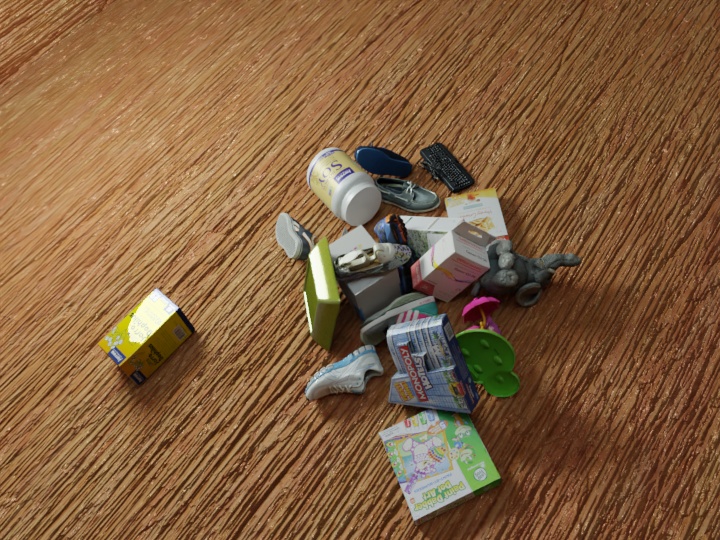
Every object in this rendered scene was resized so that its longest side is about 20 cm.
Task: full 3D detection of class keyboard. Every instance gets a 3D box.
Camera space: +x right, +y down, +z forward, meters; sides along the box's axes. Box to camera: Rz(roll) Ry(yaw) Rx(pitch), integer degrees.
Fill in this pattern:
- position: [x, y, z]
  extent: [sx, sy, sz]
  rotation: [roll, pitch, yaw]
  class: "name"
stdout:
- position: [0.236, -0.300, 1.789]
  extent: [0.102, 0.040, 0.202]
  rotation: [-27, 52, -8]
  class: "keyboard"

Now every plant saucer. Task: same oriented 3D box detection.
- position: [-0.100, 0.059, 1.506]
  extent: [0.046, 0.202, 0.204]
  rotation: [-2, 50, -15]
  class: "plant saucer"

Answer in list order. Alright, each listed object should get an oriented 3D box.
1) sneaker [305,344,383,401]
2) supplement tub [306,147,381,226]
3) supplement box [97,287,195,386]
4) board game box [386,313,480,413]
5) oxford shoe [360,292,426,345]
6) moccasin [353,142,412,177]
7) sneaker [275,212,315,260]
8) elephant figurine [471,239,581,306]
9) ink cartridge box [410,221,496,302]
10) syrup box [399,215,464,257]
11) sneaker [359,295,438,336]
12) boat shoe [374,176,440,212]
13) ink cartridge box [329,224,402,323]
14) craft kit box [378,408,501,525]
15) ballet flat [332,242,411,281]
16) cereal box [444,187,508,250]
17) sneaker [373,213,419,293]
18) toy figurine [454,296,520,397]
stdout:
- position: [-0.034, 0.253, 1.437]
  extent: [0.197, 0.076, 0.087]
  rotation: [-30, 59, -9]
  class: "sneaker"
- position: [-0.045, -0.232, 1.739]
  extent: [0.144, 0.147, 0.200]
  rotation: [-34, 54, -13]
  class: "supplement tub"
- position: [-0.540, 0.168, 1.591]
  extent: [0.108, 0.111, 0.200]
  rotation: [30, 66, 30]
  class: "supplement box"
- position: [0.129, 0.213, 1.346]
  extent: [0.197, 0.204, 0.061]
  rotation: [-17, 11, 37]
  class: "board game box"
- position: [0.079, 0.113, 1.517]
  extent: [0.197, 0.076, 0.058]
  rotation: [-32, 9, -12]
  class: "oxford shoe"
- position: [0.056, -0.311, 1.779]
  extent: [0.081, 0.197, 0.069]
  rotation: [-56, 43, 23]
  class: "moccasin"
- position: [-0.175, -0.086, 1.713]
  extent: [0.078, 0.080, 0.201]
  rotation: [13, 27, -31]
  class: "sneaker"
- position: [0.392, 0.013, 1.481]
  extent: [0.195, 0.154, 0.146]
  rotation: [14, 85, -23]
  class: "elephant figurine"
- position: [0.222, -0.018, 1.474]
  extent: [0.114, 0.200, 0.069]
  rotation: [20, 46, -26]
  class: "ink cartridge box"
- position: [0.164, -0.085, 1.586]
  extent: [0.196, 0.081, 0.081]
  rotation: [6, 32, 34]
  class: "syrup box"
- position: [0.103, 0.146, 1.449]
  extent: [0.195, 0.084, 0.123]
  rotation: [-19, 79, -16]
  class: "sneaker"
- position: [0.126, -0.215, 1.739]
  extent: [0.195, 0.062, 0.074]
  rotation: [15, 59, 23]
  class: "boat shoe"
- position: [0.000, 0.000, 1.573]
  extent: [0.123, 0.130, 0.201]
  rotation: [-31, 53, -10]
  class: "ink cartridge box"
- position: [0.162, 0.392, 1.308]
  extent: [0.196, 0.049, 0.200]
  rotation: [-24, 56, -4]
  class: "craft kit box"
- position: [0.024, -0.028, 1.463]
  extent: [0.195, 0.073, 0.073]
  rotation: [-17, 52, 0]
  class: "ballet flat"
- position: [0.305, -0.119, 1.641]
  extent: [0.140, 0.040, 0.204]
  rotation: [-12, 53, 7]
  class: "cereal box"
- position: [0.091, -0.040, 1.568]
  extent: [0.077, 0.205, 0.075]
  rotation: [-8, 11, 46]
  class: "sneaker"
- position: [0.288, 0.149, 1.403]
  extent: [0.148, 0.201, 0.186]
  rotation: [-30, 23, 32]
  class: "toy figurine"
